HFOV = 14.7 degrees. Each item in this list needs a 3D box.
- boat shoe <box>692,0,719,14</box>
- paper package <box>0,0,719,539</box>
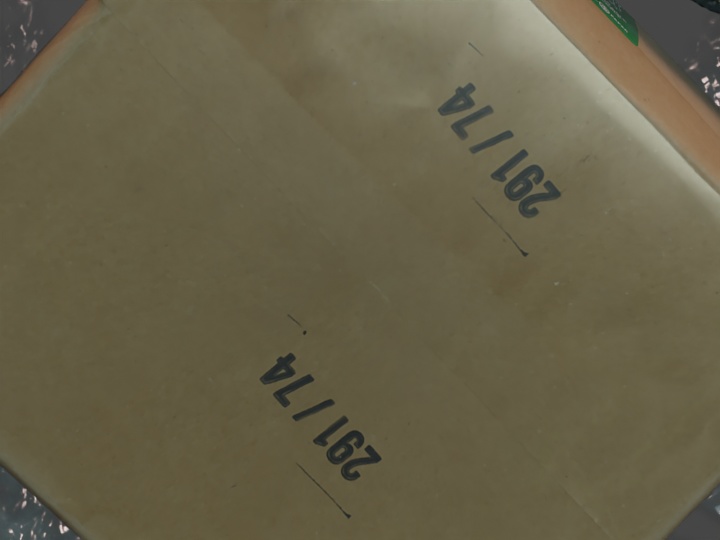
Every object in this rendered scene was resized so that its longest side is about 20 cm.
[{"bbox_3d":[0.048,-0.139,0.717,0.200,0.076,0.060,49,40,-4],"label":"boat shoe"},{"bbox_3d":[0.000,0.000,0.729,0.200,0.103,0.191,43,99,-8],"label":"paper package"}]
